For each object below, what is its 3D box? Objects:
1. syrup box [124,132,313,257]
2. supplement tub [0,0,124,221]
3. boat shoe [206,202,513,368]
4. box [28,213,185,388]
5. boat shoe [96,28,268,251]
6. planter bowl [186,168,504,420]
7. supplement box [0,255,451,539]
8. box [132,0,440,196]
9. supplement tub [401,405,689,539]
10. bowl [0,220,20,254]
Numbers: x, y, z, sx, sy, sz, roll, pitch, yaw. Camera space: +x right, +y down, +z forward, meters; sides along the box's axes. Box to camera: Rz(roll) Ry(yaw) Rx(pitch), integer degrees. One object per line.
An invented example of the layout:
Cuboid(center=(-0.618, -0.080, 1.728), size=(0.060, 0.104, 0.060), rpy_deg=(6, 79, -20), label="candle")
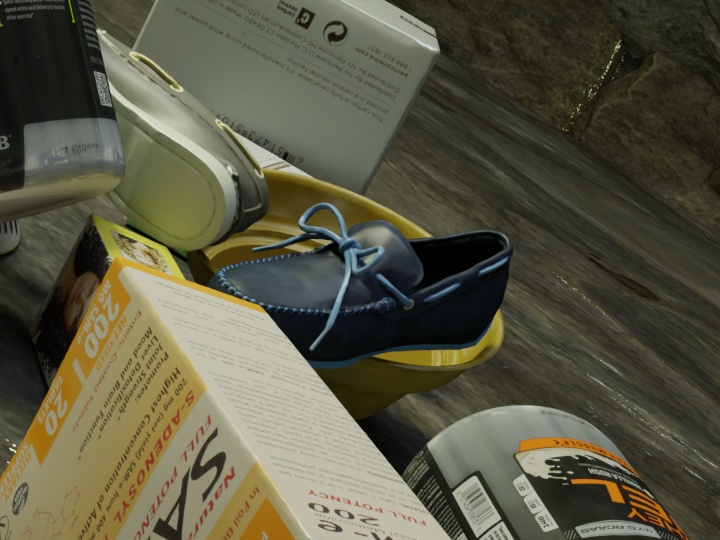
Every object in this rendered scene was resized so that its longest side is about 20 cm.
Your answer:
Cuboid(center=(-0.050, -0.022, 1.206), size=(0.200, 0.079, 0.081), rpy_deg=(31, 12, 8), label="syrup box")
Cuboid(center=(-0.195, -0.127, 0.871), size=(0.122, 0.201, 0.123), rpy_deg=(-12, -2, 0), label="supplement tub")
Cuboid(center=(0.000, 0.000, 0.910), size=(0.084, 0.069, 0.200), rpy_deg=(40, 28, 29), label="boat shoe")
Cuboid(center=(-0.106, 0.047, 0.828), size=(0.050, 0.075, 0.200), rpy_deg=(24, 12, -27), label="box")
Cuboid(center=(-0.134, -0.085, 0.956), size=(0.202, 0.072, 0.060), rpy_deg=(41, 26, 17), label="boat shoe")
Cuboid(center=(-0.025, 0.028, 1.014), size=(0.200, 0.084, 0.201), rpy_deg=(21, 26, -11), label="planter bowl")
Cuboid(center=(-0.056, 0.097, 0.612), size=(0.073, 0.126, 0.200), rpy_deg=(21, 14, -33), label="supplement box")
Cuboid(center=(-0.072, -0.131, 1.310), size=(0.199, 0.200, 0.131), rpy_deg=(27, 13, -6), label="box")
Cuboid(center=(0.088, 0.148, 0.734), size=(0.122, 0.123, 0.200), rpy_deg=(24, 14, -21), label="supplement tub")
Cuboid(center=(-0.266, -0.097, 1.001), size=(0.200, 0.094, 0.201), rpy_deg=(28, 13, -7), label="bowl")
